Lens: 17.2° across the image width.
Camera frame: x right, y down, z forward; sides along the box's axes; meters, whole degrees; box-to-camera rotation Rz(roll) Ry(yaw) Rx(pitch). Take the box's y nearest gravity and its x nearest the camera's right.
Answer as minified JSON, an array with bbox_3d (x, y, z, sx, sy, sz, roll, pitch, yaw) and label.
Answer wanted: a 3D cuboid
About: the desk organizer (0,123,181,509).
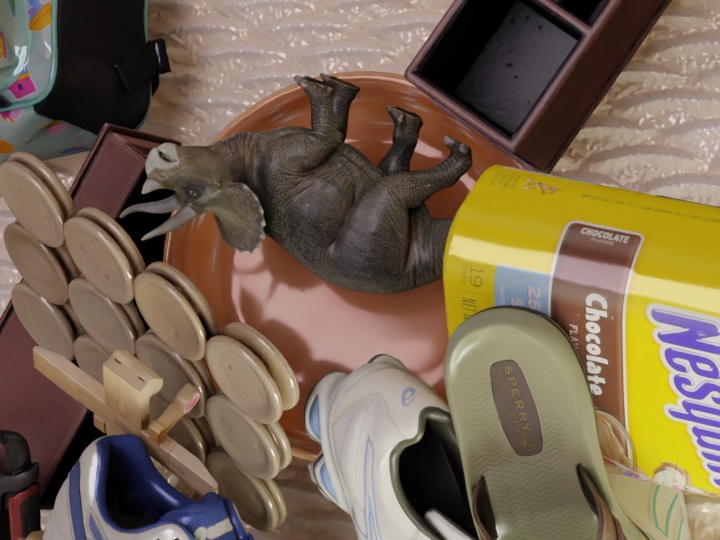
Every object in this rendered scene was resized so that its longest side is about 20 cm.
[{"bbox_3d":[-0.140,0.029,1.298,0.077,0.072,0.200,35,102,28],"label":"desk organizer"}]

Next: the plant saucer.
[{"bbox_3d":[0.000,0.000,1.203,0.200,0.037,0.201,-2,80,9],"label":"plant saucer"}]

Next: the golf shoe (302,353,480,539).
[{"bbox_3d":[0.037,0.139,1.120,0.097,0.078,0.200,12,129,62],"label":"golf shoe"}]

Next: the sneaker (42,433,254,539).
[{"bbox_3d":[-0.073,0.154,1.102,0.200,0.075,0.088,34,122,26],"label":"sneaker"}]

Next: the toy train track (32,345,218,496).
[{"bbox_3d":[-0.109,0.084,1.195,0.115,0.200,0.033,36,66,12],"label":"toy train track"}]

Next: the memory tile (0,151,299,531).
[{"bbox_3d":[-0.106,0.035,1.177,0.200,0.153,0.017,38,60,24],"label":"memory tile"}]

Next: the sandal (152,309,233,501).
[{"bbox_3d":[-0.077,0.050,1.256,0.078,0.070,0.212,41,105,29],"label":"sandal"}]

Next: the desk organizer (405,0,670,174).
[{"bbox_3d":[0.110,-0.149,1.133,0.072,0.077,0.200,36,95,15],"label":"desk organizer"}]

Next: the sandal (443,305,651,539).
[{"bbox_3d":[0.082,0.115,1.037,0.080,0.057,0.201,-20,101,18],"label":"sandal"}]

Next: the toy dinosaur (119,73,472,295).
[{"bbox_3d":[-0.005,-0.033,1.164,0.200,0.077,0.102,24,100,-3],"label":"toy dinosaur"}]

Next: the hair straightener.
[{"bbox_3d":[-0.203,0.149,1.282,0.077,0.041,0.200,24,134,32],"label":"hair straightener"}]

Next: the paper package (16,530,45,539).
[{"bbox_3d":[-0.096,0.250,1.223,0.200,0.103,0.191,15,92,31],"label":"paper package"}]

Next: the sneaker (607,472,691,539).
[{"bbox_3d":[0.122,0.136,1.118,0.070,0.080,0.201,-40,64,23],"label":"sneaker"}]

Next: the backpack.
[{"bbox_3d":[-0.223,-0.142,1.325,0.200,0.153,0.176,-17,70,41],"label":"backpack"}]

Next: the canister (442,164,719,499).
[{"bbox_3d":[0.144,0.035,1.067,0.200,0.087,0.149,12,134,23],"label":"canister"}]
